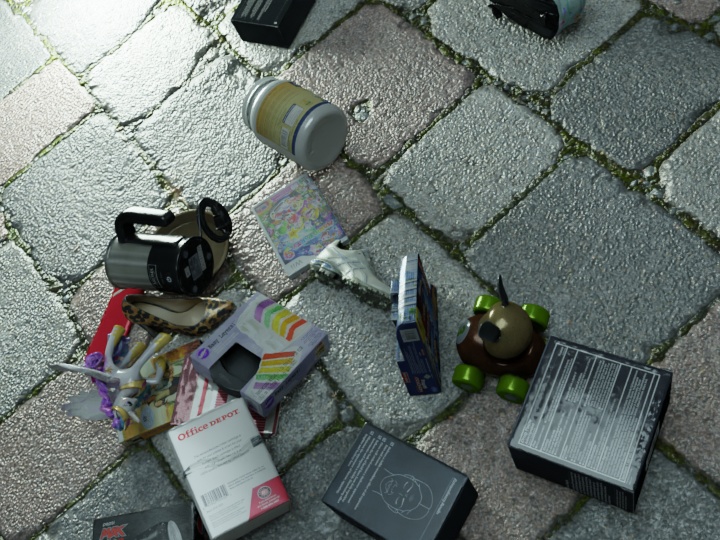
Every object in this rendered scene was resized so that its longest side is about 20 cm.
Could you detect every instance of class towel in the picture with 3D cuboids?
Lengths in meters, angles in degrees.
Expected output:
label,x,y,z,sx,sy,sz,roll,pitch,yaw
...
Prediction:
label,x,y,z,sx,sy,sz,roll,pitch,yaw
towel,-0.241,0.229,1.602,0.197,0.023,0.146,5,62,5

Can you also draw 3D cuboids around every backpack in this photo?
label,x,y,z,sx,sy,sz,roll,pitch,yaw
backpack,0.363,-0.575,1.786,0.126,0.167,0.200,-41,63,-12

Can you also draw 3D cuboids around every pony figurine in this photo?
label,x,y,z,sx,sy,sz,roll,pitch,yaw
pony figurine,-0.463,0.200,1.618,0.191,0.168,0.201,8,48,13

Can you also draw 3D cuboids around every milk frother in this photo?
label,x,y,z,sx,sy,sz,roll,pitch,yaw
milk frother,-0.378,-0.053,1.742,0.186,0.200,0.183,5,104,26

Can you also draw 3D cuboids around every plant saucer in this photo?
label,x,y,z,sx,sy,sz,roll,pitch,yaw
plant saucer,-0.359,-0.036,1.807,0.198,0.030,0.202,-9,60,15

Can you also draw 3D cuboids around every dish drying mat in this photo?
label,x,y,z,sx,sy,sz,roll,pitch,yaw
dish drying mat,-0.501,0.100,1.787,0.076,0.018,0.202,8,65,22

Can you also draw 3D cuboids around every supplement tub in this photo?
label,x,y,z,sx,sy,sz,roll,pitch,yaw
supplement tub,-0.140,-0.311,1.814,0.199,0.145,0.145,34,77,30

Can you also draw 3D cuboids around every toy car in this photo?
label,x,y,z,sx,sy,sz,roll,pitch,yaw
toy car,0.222,0.098,1.432,0.156,0.200,0.166,11,66,23

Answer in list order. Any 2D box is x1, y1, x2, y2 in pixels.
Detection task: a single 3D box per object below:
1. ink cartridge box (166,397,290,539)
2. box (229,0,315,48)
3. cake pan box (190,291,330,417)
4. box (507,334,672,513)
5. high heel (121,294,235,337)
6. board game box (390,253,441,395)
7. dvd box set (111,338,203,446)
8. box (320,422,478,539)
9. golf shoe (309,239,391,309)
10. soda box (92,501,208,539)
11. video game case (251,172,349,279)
label,x,y,z,sx,sy,sz,roll,pitch,yaw
ink cartridge box,-0.225,0.343,1.481,0.144,0.085,0.201,-23,66,-15
box,-0.195,-0.633,2.050,0.140,0.079,0.202,15,67,28
cake pan box,-0.186,0.152,1.597,0.183,0.053,0.200,28,57,29
box,0.360,0.235,1.355,0.197,0.124,0.201,17,67,25
high heel,-0.354,0.071,1.678,0.198,0.143,0.072,-15,58,10
board game box,0.094,0.077,1.517,0.061,0.201,0.201,-8,46,13
dvd box set,-0.379,0.233,1.665,0.198,0.029,0.147,-22,58,6
box,0.065,0.364,1.395,0.199,0.107,0.149,24,71,29
golf shoe,0.000,0.000,1.638,0.199,0.079,0.098,27,69,28
soda box,-0.366,0.459,1.517,0.198,0.063,0.071,-14,59,12
video game case,-0.125,-0.094,1.765,0.142,0.018,0.201,-32,57,0
